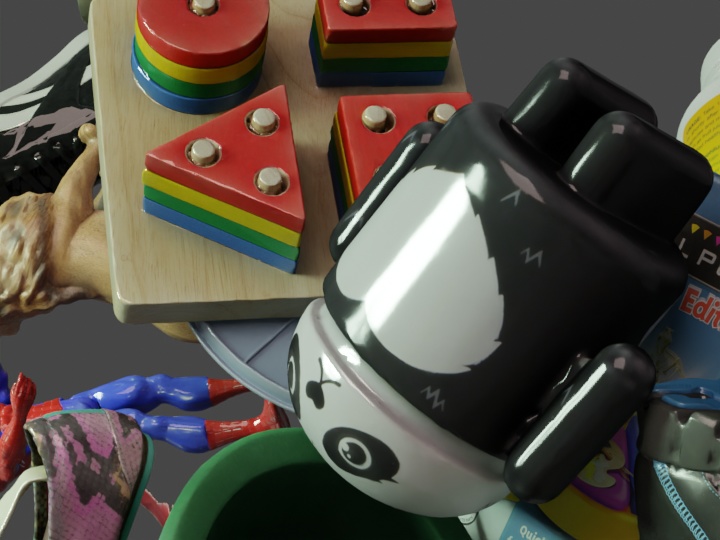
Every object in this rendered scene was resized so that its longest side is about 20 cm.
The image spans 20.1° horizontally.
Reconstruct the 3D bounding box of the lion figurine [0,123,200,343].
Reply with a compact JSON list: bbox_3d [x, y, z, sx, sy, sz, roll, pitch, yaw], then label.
[{"bbox_3d":[-0.122,-0.002,1.100,0.199,0.073,0.123,14,62,18],"label":"lion figurine"}]

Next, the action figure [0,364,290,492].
[{"bbox_3d":[-0.144,0.057,1.035,0.199,0.099,0.065,-14,36,9],"label":"action figure"}]

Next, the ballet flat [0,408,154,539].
[{"bbox_3d":[-0.143,0.155,0.884,0.071,0.201,0.069,10,8,-20],"label":"ballet flat"}]

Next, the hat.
[{"bbox_3d":[-0.047,0.176,0.932,0.165,0.176,0.200,29,50,-13],"label":"hat"}]

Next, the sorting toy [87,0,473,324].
[{"bbox_3d":[-0.033,-0.078,1.042,0.198,0.070,0.200,-2,56,-12],"label":"sorting toy"}]

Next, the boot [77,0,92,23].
[{"bbox_3d":[-0.066,-0.192,1.268,0.199,0.073,0.182,-5,26,4],"label":"boot"}]

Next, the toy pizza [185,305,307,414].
[{"bbox_3d":[0.000,0.000,1.056,0.199,0.032,0.201,5,55,-7],"label":"toy pizza"}]

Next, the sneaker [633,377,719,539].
[{"bbox_3d":[0.190,0.105,0.778,0.073,0.082,0.200,-10,22,-42],"label":"sneaker"}]

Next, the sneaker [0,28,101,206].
[{"bbox_3d":[-0.163,-0.068,1.178,0.112,0.073,0.200,18,53,33],"label":"sneaker"}]

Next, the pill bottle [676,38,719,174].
[{"bbox_3d":[0.209,-0.032,0.999,0.104,0.104,0.200,-7,46,12],"label":"pill bottle"}]

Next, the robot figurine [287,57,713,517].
[{"bbox_3d":[0.055,0.010,0.854,0.200,0.125,0.150,-52,8,15],"label":"robot figurine"}]

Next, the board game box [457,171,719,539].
[{"bbox_3d":[0.133,0.057,0.897,0.151,0.047,0.200,31,101,38],"label":"board game box"}]
